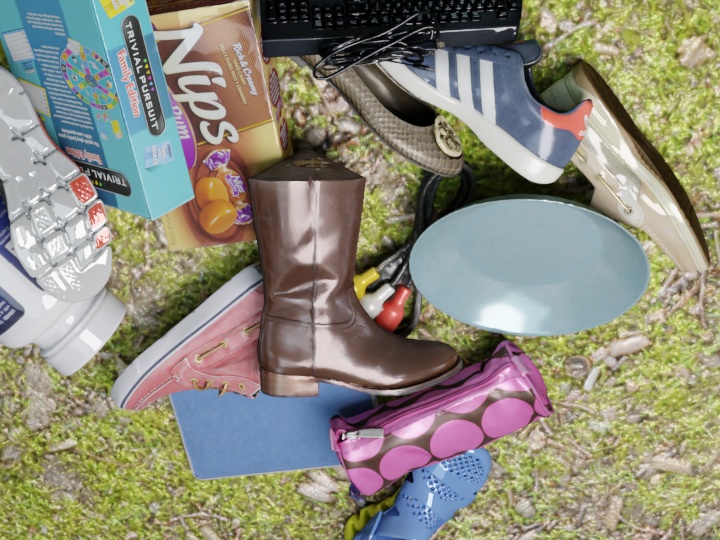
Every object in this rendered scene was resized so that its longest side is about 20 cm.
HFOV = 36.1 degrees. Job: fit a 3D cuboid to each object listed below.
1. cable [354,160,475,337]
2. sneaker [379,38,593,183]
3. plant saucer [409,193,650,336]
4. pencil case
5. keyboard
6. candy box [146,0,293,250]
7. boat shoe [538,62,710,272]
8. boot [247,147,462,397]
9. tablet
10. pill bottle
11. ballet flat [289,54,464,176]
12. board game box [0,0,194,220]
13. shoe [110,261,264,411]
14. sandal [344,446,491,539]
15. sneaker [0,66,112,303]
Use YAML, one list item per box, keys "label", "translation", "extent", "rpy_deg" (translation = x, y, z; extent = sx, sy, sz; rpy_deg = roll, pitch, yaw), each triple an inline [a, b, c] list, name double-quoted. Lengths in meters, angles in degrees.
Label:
- label: "cable"
  translation: [0.044, -0.002, 0.960]
  extent: [0.097, 0.051, 0.200]
  rpy_deg: [34, 115, -20]
- label: "sneaker"
  translation: [0.091, -0.156, 0.852]
  extent: [0.199, 0.075, 0.085]
  rpy_deg: [36, 108, 1]
- label: "plant saucer"
  translation: [0.141, -0.012, 0.928]
  extent: [0.198, 0.039, 0.202]
  rpy_deg: [6, 146, 4]
- label: "pencil case"
  translation: [0.070, 0.131, 0.996]
  extent: [0.198, 0.091, 0.094]
  rpy_deg: [-26, 140, 7]
- label: "keyboard"
  translation: [0.024, -0.194, 0.816]
  extent: [0.197, 0.105, 0.040]
  rpy_deg: [-5, 148, -3]
- label: "candy box"
  translation: [-0.121, -0.122, 0.903]
  extent: [0.115, 0.057, 0.202]
  rpy_deg: [-6, 119, 7]
- label: "boat shoe"
  translation: [0.214, -0.073, 0.903]
  extent: [0.065, 0.072, 0.200]
  rpy_deg: [-33, 106, 25]
- label: "boot"
  translation: [0.000, 0.000, 0.912]
  extent: [0.184, 0.064, 0.202]
  rpy_deg: [-4, 106, -17]
- label: "tablet"
  translation: [-0.080, 0.140, 1.064]
  extent: [0.198, 0.014, 0.131]
  rpy_deg: [-7, 118, 8]
- label: "pill bottle"
  translation: [-0.300, -0.005, 0.945]
  extent: [0.111, 0.111, 0.200]
  rpy_deg: [-37, 110, 20]
- label: "ballet flat"
  translation: [0.011, -0.149, 0.878]
  extent: [0.200, 0.068, 0.046]
  rpy_deg: [40, 117, -10]
- label: "board game box"
  translation: [-0.212, -0.151, 0.853]
  extent: [0.150, 0.047, 0.202]
  rpy_deg: [17, 128, 41]
- label: "shoe"
  translation: [-0.133, 0.087, 0.992]
  extent: [0.200, 0.071, 0.091]
  rpy_deg: [-40, 83, 17]
- label: "sandal"
  translation: [0.057, 0.237, 1.067]
  extent: [0.079, 0.087, 0.201]
  rpy_deg: [32, 114, -11]
- label: "sneaker"
  translation: [-0.257, -0.072, 0.883]
  extent: [0.076, 0.082, 0.202]
  rpy_deg: [-25, 102, -11]
